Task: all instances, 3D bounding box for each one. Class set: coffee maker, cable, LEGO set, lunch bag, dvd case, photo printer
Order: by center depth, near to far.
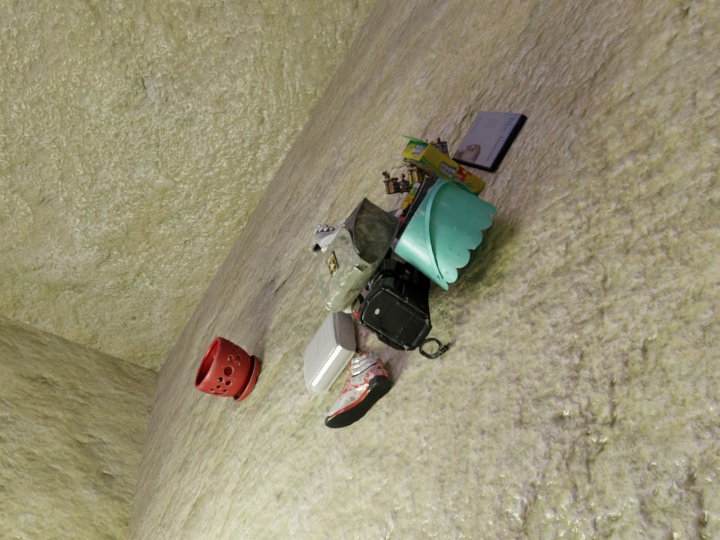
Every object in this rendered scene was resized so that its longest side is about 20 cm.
[{"bbox_3d":[-0.015,-0.027,1.180,0.164,0.117,0.200,-54,9,38],"label":"lunch bag"},{"bbox_3d":[0.101,-0.131,1.206,0.097,0.050,0.200,-61,-5,-20],"label":"cable"},{"bbox_3d":[0.093,0.081,1.210,0.134,0.193,0.200,-31,12,18],"label":"coffee maker"},{"bbox_3d":[0.302,-0.313,1.343,0.143,0.017,0.200,-60,24,6],"label":"dvd case"},{"bbox_3d":[0.142,-0.273,1.452,0.200,0.153,0.117,173,87,-74],"label":"LEGO set"},{"bbox_3d":[-0.090,0.224,1.514,0.200,0.069,0.167,-56,24,27],"label":"photo printer"}]

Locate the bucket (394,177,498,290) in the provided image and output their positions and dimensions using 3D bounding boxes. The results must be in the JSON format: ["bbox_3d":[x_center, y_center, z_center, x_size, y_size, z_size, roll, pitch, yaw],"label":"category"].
[{"bbox_3d":[0.170,-0.078,1.131,0.208,0.134,0.207,-58,-4,-7],"label":"bucket"}]

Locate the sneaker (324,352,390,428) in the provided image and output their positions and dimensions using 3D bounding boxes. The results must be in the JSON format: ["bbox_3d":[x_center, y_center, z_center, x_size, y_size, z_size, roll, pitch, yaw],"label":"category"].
[{"bbox_3d":[-0.014,0.276,1.305,0.201,0.067,0.108,-45,38,25],"label":"sneaker"}]

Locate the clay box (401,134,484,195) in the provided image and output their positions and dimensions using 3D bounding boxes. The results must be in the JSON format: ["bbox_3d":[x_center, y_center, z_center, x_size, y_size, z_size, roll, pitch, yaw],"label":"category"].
[{"bbox_3d":[0.179,-0.241,1.294,0.048,0.199,0.115,-60,23,7],"label":"clay box"}]

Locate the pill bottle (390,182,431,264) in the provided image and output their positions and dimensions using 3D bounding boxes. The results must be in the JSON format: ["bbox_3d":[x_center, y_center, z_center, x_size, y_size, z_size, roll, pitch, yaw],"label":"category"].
[{"bbox_3d":[0.132,-0.099,1.353,0.201,0.111,0.111,-61,24,4],"label":"pill bottle"}]

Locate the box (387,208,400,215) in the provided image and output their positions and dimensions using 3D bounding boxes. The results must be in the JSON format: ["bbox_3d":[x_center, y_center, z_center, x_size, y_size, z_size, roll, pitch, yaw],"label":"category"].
[{"bbox_3d":[0.024,-0.092,1.506,0.199,0.044,0.160,-11,31,36],"label":"box"}]

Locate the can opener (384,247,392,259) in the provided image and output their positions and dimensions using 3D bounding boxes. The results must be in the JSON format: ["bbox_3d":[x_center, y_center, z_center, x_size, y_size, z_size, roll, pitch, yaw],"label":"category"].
[{"bbox_3d":[0.000,0.000,1.343,0.200,0.063,0.079,-55,32,23],"label":"can opener"}]

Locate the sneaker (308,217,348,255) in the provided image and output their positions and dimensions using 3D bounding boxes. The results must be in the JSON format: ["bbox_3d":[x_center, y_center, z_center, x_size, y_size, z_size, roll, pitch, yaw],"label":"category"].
[{"bbox_3d":[-0.058,-0.081,1.448,0.199,0.075,0.081,-10,42,47],"label":"sneaker"}]

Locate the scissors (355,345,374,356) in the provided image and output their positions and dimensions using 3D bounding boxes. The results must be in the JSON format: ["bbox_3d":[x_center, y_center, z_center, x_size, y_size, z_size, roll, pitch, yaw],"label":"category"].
[{"bbox_3d":[0.009,0.208,1.414,0.073,0.014,0.200,-59,23,16],"label":"scissors"}]

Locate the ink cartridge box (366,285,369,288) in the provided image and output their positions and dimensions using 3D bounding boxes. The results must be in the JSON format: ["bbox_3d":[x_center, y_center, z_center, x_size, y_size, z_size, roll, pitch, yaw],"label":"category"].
[{"bbox_3d":[0.034,0.018,1.440,0.200,0.094,0.044,10,75,61],"label":"ink cartridge box"}]

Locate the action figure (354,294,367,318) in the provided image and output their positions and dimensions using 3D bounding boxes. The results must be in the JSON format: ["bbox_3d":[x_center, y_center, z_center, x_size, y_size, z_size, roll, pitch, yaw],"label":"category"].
[{"bbox_3d":[0.027,0.097,1.405,0.200,0.065,0.052,123,129,-63],"label":"action figure"}]

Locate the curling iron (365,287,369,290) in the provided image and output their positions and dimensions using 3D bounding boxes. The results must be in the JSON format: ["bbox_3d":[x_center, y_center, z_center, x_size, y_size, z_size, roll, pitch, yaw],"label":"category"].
[{"bbox_3d":[0.027,-0.027,1.607,0.050,0.025,0.201,112,163,-51],"label":"curling iron"}]

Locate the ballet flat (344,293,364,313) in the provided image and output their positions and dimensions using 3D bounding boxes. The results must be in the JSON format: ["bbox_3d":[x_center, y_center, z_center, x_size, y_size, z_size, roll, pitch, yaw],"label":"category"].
[{"bbox_3d":[-0.035,0.069,1.454,0.073,0.200,0.073,-7,54,10],"label":"ballet flat"}]

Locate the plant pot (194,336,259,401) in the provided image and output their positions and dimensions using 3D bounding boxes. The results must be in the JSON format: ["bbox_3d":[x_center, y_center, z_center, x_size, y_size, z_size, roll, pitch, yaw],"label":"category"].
[{"bbox_3d":[-0.478,0.364,2.039,0.200,0.182,0.201,-45,30,35],"label":"plant pot"}]
